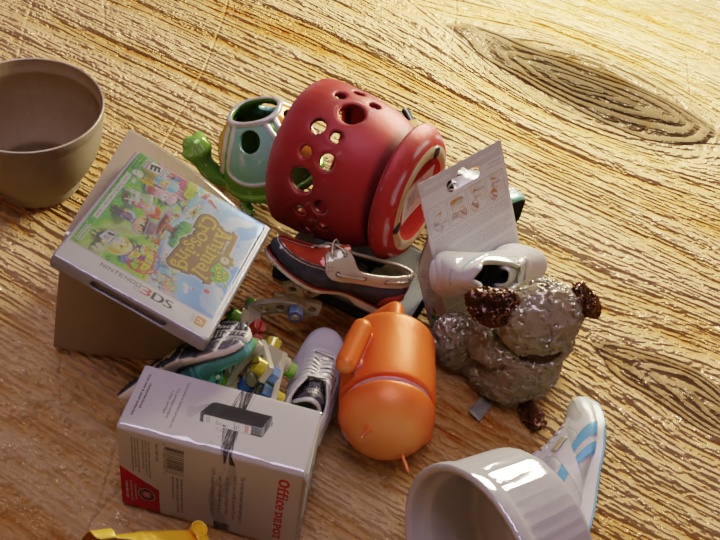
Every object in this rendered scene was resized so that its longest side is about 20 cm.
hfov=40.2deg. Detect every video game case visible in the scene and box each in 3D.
[{"bbox_3d":[-0.209,-0.028,1.070,0.180,0.022,0.201,30,41,-5],"label":"video game case"}]

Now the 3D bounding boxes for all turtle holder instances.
[{"bbox_3d":[-0.144,-0.173,1.382,0.183,0.133,0.141,18,52,36],"label":"turtle holder"}]

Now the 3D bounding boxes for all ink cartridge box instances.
[{"bbox_3d":[0.136,-0.047,1.280,0.160,0.204,0.050,-30,24,-32],"label":"ink cartridge box"},{"bbox_3d":[-0.145,0.197,1.030,0.196,0.146,0.085,15,45,4],"label":"ink cartridge box"}]

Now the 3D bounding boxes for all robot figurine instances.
[{"bbox_3d":[0.030,0.130,1.134,0.114,0.146,0.202,2,43,1],"label":"robot figurine"}]

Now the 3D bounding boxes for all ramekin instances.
[{"bbox_3d":[0.139,0.276,0.975,0.096,0.203,0.201,-14,50,-32],"label":"ramekin"}]

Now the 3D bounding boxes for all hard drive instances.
[{"bbox_3d":[0.000,0.000,1.320,0.197,0.033,0.140,25,47,13],"label":"hard drive"}]

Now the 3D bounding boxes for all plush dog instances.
[{"bbox_3d":[0.200,0.081,1.181,0.196,0.174,0.162,-5,48,-16],"label":"plush dog"}]

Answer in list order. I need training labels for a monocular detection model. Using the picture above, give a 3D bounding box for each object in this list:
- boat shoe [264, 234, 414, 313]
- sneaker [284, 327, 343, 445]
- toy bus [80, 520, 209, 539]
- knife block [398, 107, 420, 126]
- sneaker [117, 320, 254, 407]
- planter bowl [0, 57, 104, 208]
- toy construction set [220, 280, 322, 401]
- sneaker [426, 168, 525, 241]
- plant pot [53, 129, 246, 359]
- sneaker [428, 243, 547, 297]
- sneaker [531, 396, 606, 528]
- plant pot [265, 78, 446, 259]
[{"bbox_3d":[-0.024,-0.005,1.194,0.198,0.063,0.072,23,29,-30],"label":"boat shoe"},{"bbox_3d":[-0.052,0.136,1.145,0.075,0.081,0.202,16,45,-2],"label":"sneaker"},{"bbox_3d":[-0.166,0.342,0.917,0.189,0.137,0.202,-1,47,-33],"label":"toy bus"},{"bbox_3d":[0.074,-0.177,1.435,0.197,0.065,0.175,12,41,35],"label":"knife block"},{"bbox_3d":[-0.180,0.119,1.078,0.080,0.199,0.078,53,34,-8],"label":"sneaker"},{"bbox_3d":[-0.443,-0.172,1.334,0.196,0.136,0.203,5,46,-5],"label":"planter bowl"},{"bbox_3d":[-0.117,0.083,1.157,0.092,0.131,0.201,40,36,-14],"label":"toy construction set"},{"bbox_3d":[0.128,-0.093,1.407,0.139,0.079,0.198,39,41,27],"label":"sneaker"},{"bbox_3d":[-0.243,-0.007,1.186,0.174,0.202,0.202,21,45,-3],"label":"plant pot"},{"bbox_3d":[0.179,0.007,1.246,0.198,0.072,0.079,-7,9,-40],"label":"sneaker"},{"bbox_3d":[0.232,0.220,1.125,0.079,0.077,0.202,15,44,7],"label":"sneaker"},{"bbox_3d":[0.001,-0.121,1.266,0.180,0.203,0.201,26,47,20],"label":"plant pot"}]
